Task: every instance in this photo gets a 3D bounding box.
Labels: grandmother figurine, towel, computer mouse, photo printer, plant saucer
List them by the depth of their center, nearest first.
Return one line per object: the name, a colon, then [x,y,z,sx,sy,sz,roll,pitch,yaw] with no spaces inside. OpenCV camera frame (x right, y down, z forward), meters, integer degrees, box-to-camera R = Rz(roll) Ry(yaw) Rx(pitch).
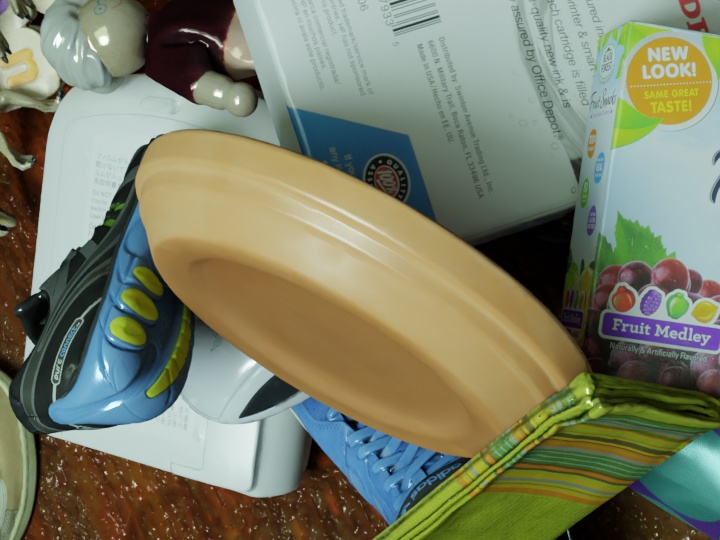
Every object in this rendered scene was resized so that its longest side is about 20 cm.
plant saucer: [-0.005,0.018,0.714,0.199,0.200,0.038,21,71,26]
towel: [0.053,0.104,0.730,0.200,0.086,0.018,-43,51,34]
computer mouse: [0.000,0.000,0.845,0.200,0.044,0.110,-33,58,-11]
grandmother figurine: [-0.059,-0.116,0.892,0.199,0.121,0.061,0,115,11]
photo printer: [-0.093,0.000,0.948,0.166,0.069,0.201,12,100,27]

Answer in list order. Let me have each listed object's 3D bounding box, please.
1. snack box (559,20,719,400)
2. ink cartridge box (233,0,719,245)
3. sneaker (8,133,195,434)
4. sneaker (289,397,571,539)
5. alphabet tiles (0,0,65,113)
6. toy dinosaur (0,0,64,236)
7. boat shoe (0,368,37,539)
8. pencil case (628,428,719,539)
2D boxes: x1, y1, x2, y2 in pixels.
snack box: [0.188,-0.013,0.733,0.199,0.053,0.143,8,89,-6]
ink cartridge box: [0.061,-0.091,0.790,0.199,0.084,0.145,-18,87,-7]
sneaker: [-0.109,0.002,0.810,0.082,0.200,0.071,-18,118,18]
sneaker: [0.030,0.088,0.841,0.077,0.111,0.200,-39,87,-1]
alphabet tiles: [-0.189,-0.189,0.963,0.195,0.015,0.201,-16,100,20]
toy dinosaur: [-0.221,-0.111,0.956,0.101,0.058,0.201,-21,99,22]
boat shoe: [-0.241,0.151,1.050,0.073,0.063,0.202,25,107,25]
pencil case: [0.190,0.087,0.791,0.200,0.092,0.085,34,154,21]
